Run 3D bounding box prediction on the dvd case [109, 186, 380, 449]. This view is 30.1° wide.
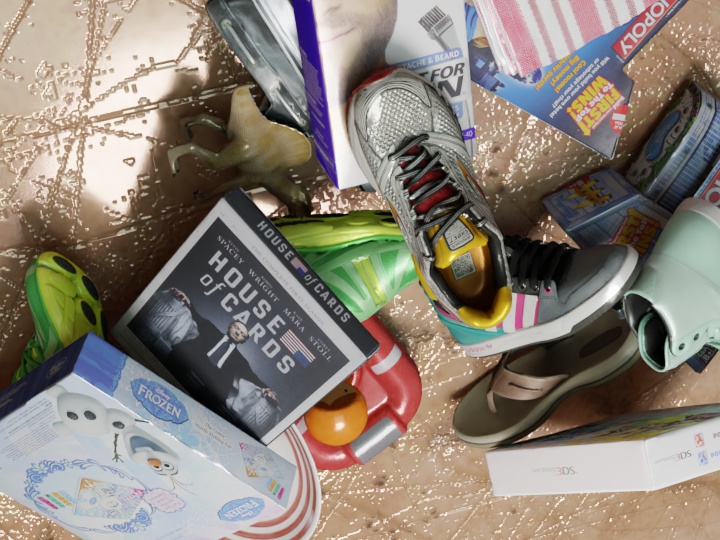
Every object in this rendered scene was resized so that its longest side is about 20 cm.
[{"bbox_3d":[-0.090,0.049,0.978,0.150,0.025,0.200,47,136,1],"label":"dvd case"}]

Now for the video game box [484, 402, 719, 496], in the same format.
[{"bbox_3d":[0.234,0.148,1.120,0.181,0.199,0.047,-7,84,-33],"label":"video game box"}]

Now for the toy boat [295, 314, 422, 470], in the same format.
[{"bbox_3d":[-0.029,0.092,1.083,0.130,0.131,0.200,-38,119,5],"label":"toy boat"}]

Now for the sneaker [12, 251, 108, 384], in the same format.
[{"bbox_3d":[-0.235,0.077,1.042,0.083,0.074,0.202,-2,127,4],"label":"sneaker"}]

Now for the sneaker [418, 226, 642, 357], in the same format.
[{"bbox_3d":[0.118,-0.008,1.070,0.121,0.084,0.199,45,139,-18],"label":"sneaker"}]

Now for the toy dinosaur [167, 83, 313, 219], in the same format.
[{"bbox_3d":[-0.088,-0.096,0.996,0.100,0.059,0.200,-3,150,12],"label":"toy dinosaur"}]

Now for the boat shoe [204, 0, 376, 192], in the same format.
[{"bbox_3d":[-0.046,-0.138,1.011,0.070,0.072,0.201,-25,114,15],"label":"boat shoe"}]

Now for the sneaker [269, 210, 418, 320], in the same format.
[{"bbox_3d":[0.000,0.000,1.011,0.198,0.074,0.085,-2,104,-5],"label":"sneaker"}]

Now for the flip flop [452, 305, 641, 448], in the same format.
[{"bbox_3d":[0.153,0.082,1.133,0.199,0.082,0.057,-33,125,31],"label":"flip flop"}]

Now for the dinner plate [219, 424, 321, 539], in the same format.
[{"bbox_3d":[-0.112,0.146,1.089,0.198,0.024,0.202,17,127,24],"label":"dinner plate"}]

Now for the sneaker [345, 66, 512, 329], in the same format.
[{"bbox_3d":[0.057,-0.048,0.911,0.077,0.082,0.201,-30,114,-1],"label":"sneaker"}]

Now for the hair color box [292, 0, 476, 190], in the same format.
[{"bbox_3d":[0.014,-0.167,0.923,0.108,0.065,0.202,-15,119,-11],"label":"hair color box"}]

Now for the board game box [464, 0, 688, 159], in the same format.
[{"bbox_3d":[0.160,-0.193,1.035,0.200,0.062,0.200,-45,118,9],"label":"board game box"}]

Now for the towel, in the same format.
[{"bbox_3d":[0.164,-0.246,0.963,0.199,0.030,0.147,-29,119,-3],"label":"towel"}]

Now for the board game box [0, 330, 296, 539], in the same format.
[{"bbox_3d":[-0.186,0.147,1.025,0.199,0.044,0.199,38,135,-25],"label":"board game box"}]

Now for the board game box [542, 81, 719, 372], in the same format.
[{"bbox_3d":[0.265,-0.044,1.127,0.199,0.062,0.201,27,106,-25],"label":"board game box"}]

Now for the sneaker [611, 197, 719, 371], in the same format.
[{"bbox_3d":[0.272,0.054,1.068,0.118,0.074,0.201,-47,119,-19],"label":"sneaker"}]
